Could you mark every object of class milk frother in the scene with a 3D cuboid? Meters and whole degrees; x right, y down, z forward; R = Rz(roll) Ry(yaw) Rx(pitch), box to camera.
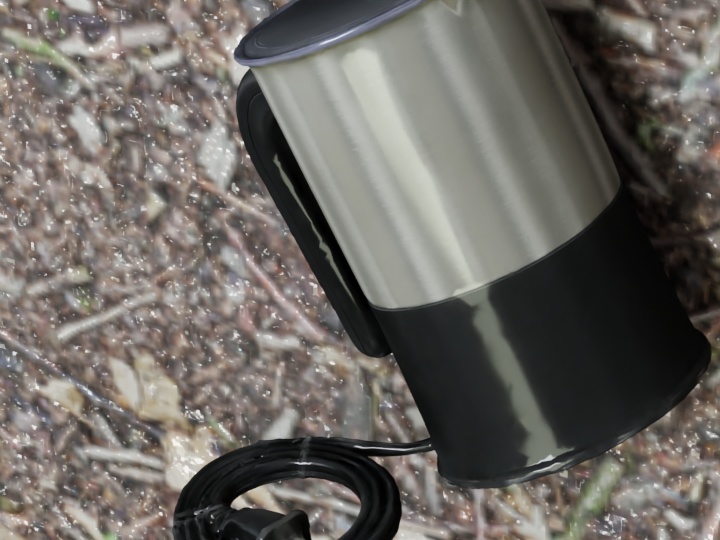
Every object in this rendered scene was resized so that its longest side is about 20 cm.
[{"bbox_3d":[0.000,0.000,1.094,0.180,0.200,0.189,-14,110,41],"label":"milk frother"}]
